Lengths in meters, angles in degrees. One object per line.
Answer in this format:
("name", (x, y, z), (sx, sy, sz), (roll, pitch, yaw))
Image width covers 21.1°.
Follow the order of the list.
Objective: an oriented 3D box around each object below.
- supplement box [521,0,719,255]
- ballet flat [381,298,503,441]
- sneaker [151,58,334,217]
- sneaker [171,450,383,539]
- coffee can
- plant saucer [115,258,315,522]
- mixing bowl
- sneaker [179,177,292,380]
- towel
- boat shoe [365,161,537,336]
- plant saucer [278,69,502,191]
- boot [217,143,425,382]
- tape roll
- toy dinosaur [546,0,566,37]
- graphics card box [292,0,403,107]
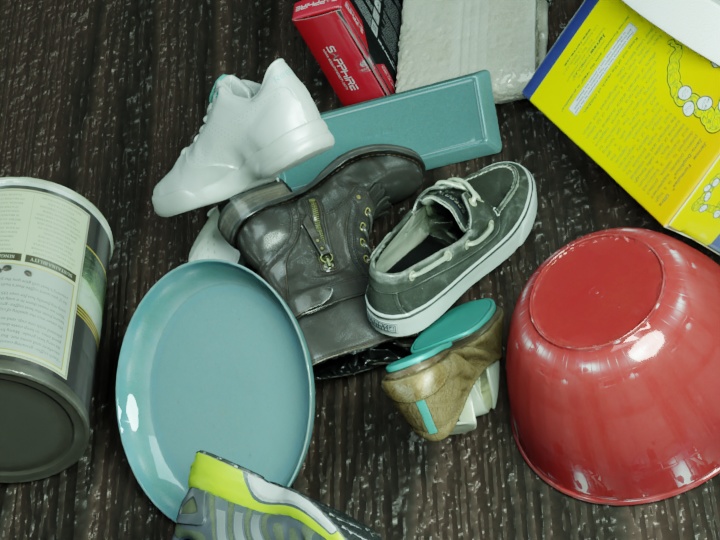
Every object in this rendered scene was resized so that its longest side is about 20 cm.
("supplement box", (0.228, -0.107, 1.388), (0.110, 0.108, 0.200), (-55, 42, 14))
("ballet flat", (0.067, 0.075, 1.357), (0.067, 0.073, 0.200), (-20, 5, 17))
("sneaker", (-0.100, -0.104, 1.492), (0.075, 0.089, 0.199), (-25, 1, -45))
("sneaker", (-0.056, 0.189, 1.309), (0.199, 0.074, 0.082), (16, 79, 48))
("coffee can", (-0.280, 0.046, 1.552), (0.145, 0.147, 0.201), (-16, 46, 18))
("plant saucer", (-0.104, 0.092, 1.426), (0.199, 0.027, 0.202), (0, 90, 40))
("mixing bowl", (0.176, 0.046, 1.309), (0.198, 0.109, 0.201), (-17, 47, 18))
("sneaker", (-0.106, 0.017, 1.542), (0.080, 0.074, 0.201), (-18, 39, 37))
("towel", (0.094, -0.208, 1.637), (0.131, 0.035, 0.201), (-13, 48, 22))
("boat shoe", (0.072, -0.032, 1.442), (0.070, 0.064, 0.200), (18, 45, 27))
("plant saucer", (0.016, -0.109, 1.583), (0.198, 0.019, 0.071), (-13, 79, 20))
("boot", (0.000, 0.000, 1.483), (0.199, 0.070, 0.175), (-21, 58, -24))
("tape roll", (0.262, -0.180, 1.383), (0.037, 0.202, 0.203), (-59, 40, 18))
("toy dinosaur", (0.198, -0.219, 1.576), (0.087, 0.048, 0.201), (-14, 44, 0))
("graphics card box", (-0.004, -0.245, 1.660), (0.050, 0.126, 0.201), (-12, 48, 22))
